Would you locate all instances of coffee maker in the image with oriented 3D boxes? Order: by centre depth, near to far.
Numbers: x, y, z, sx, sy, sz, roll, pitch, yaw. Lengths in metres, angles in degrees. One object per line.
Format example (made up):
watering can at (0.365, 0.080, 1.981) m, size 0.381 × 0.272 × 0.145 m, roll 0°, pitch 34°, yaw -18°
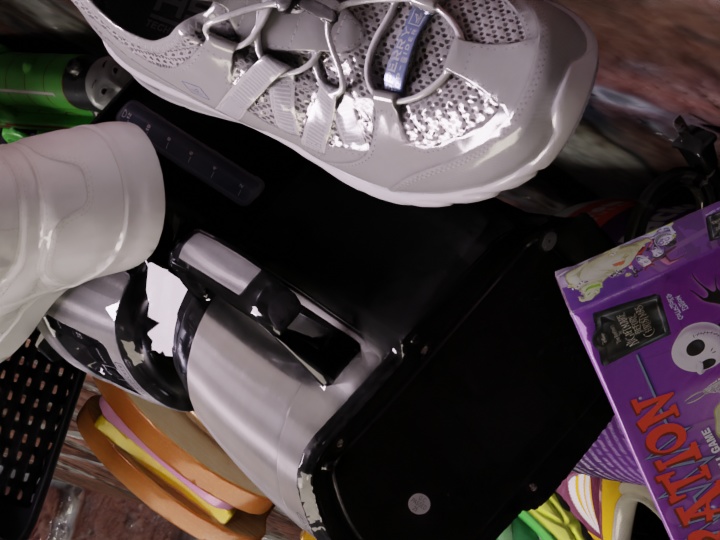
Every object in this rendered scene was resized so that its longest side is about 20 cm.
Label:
coffee maker at (0.000, 0.000, 1.045) m, size 0.200 × 0.192 × 0.135 m, roll 34°, pitch 145°, yaw 43°

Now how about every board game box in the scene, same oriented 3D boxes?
board game box at (0.155, 0.056, 0.976) m, size 0.120 × 0.032 × 0.200 m, roll -22°, pitch 126°, yaw 8°

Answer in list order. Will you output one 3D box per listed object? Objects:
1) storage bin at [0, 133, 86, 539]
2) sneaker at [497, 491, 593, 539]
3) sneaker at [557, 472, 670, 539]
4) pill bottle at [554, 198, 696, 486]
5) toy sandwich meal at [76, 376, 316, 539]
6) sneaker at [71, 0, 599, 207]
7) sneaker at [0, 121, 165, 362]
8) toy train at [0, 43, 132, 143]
storage bin at (-0.190, 0.023, 1.361) m, size 0.094 × 0.200 × 0.135 m, roll 16°, pitch 170°, yaw 14°
sneaker at (0.014, 0.082, 1.132) m, size 0.200 × 0.084 × 0.074 m, roll 46°, pitch 168°, yaw 12°
sneaker at (0.127, 0.110, 1.257) m, size 0.075 × 0.090 × 0.200 m, roll -6°, pitch 154°, yaw 2°
pill bottle at (0.121, 0.029, 1.100) m, size 0.111 × 0.112 × 0.200 m, roll 25°, pitch 168°, yaw -37°
toy sandwich meal at (-0.055, 0.064, 1.444) m, size 0.205 × 0.070 × 0.205 m, roll 31°, pitch -152°, yaw -18°
sneaker at (-0.019, -0.071, 0.899) m, size 0.200 × 0.075 × 0.082 m, roll 12°, pitch 170°, yaw 35°
sneaker at (-0.166, -0.004, 1.016) m, size 0.115 × 0.074 × 0.200 m, roll -8°, pitch 167°, yaw -34°
toy train at (-0.145, -0.075, 1.223) m, size 0.056 × 0.042 × 0.200 m, roll 38°, pitch 161°, yaw -33°
